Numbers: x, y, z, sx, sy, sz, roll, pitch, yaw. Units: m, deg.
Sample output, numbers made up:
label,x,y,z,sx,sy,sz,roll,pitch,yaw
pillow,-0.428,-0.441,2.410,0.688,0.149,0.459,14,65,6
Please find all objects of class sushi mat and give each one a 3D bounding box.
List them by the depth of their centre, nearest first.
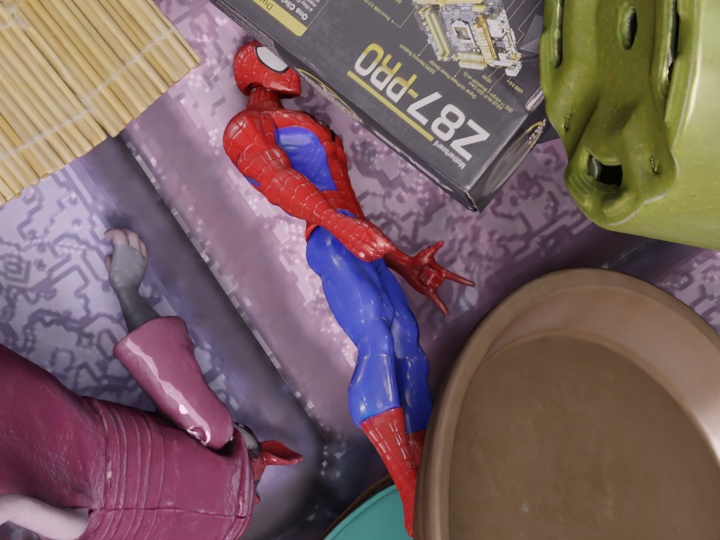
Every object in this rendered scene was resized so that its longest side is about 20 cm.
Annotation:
label,x,y,z,sx,sy,sz,roll,pitch,yaw
sushi mat,-0.149,-0.120,0.891,0.095,0.012,0.200,-36,84,-29

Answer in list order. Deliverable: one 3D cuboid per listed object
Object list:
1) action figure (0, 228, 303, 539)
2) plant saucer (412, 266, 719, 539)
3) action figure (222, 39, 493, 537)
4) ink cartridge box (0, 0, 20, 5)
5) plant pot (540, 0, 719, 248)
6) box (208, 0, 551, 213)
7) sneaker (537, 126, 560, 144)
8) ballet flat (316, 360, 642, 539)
label,x,y,z,sx,sy,sz,roll,pitch,yaw
action figure,-0.091,0.065,0.882,0.199,0.149,0.135,4,104,-40
plant saucer,0.086,0.099,0.853,0.199,0.029,0.202,18,63,-40
action figure,0.000,0.000,0.907,0.052,0.065,0.201,-35,65,15
ink cartridge box,-0.202,-0.024,0.913,0.094,0.044,0.201,24,90,-9
plant pot,0.163,-0.073,0.805,0.189,0.200,0.202,1,94,-18
box,0.013,-0.144,0.901,0.200,0.049,0.161,38,87,12
sneaker,0.106,-0.101,0.935,0.199,0.072,0.083,-16,94,-6
ballet flat,0.039,0.086,0.936,0.068,0.072,0.200,35,77,13
